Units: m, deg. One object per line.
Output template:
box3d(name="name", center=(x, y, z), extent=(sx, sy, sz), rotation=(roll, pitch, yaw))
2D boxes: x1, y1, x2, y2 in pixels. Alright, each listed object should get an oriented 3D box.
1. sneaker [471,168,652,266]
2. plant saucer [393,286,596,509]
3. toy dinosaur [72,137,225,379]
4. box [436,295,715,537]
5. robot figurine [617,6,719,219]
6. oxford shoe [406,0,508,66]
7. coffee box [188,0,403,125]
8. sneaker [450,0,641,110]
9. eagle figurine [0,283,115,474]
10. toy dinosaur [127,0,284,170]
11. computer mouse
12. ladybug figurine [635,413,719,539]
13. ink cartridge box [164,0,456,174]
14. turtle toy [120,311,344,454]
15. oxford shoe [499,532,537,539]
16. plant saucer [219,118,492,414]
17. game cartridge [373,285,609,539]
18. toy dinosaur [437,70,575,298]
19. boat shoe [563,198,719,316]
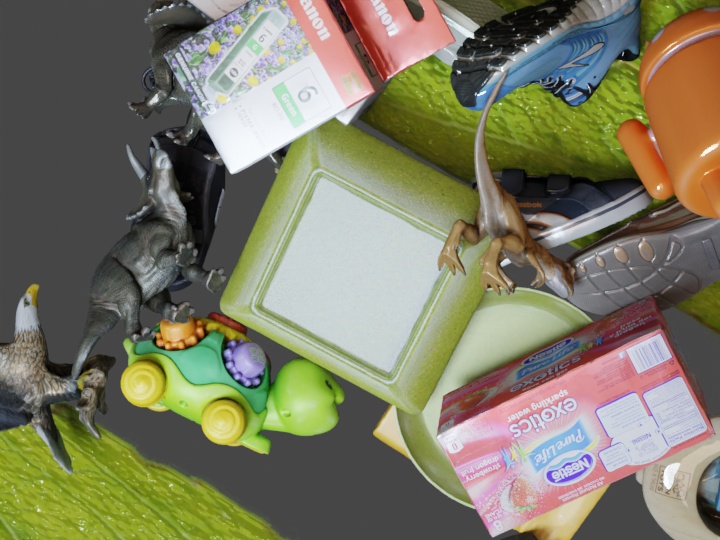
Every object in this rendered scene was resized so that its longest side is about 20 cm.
box3d(name="sneaker", center=(0.140, -0.052, 1.247), extent=(0.199, 0.078, 0.080), rotation=(-20, 92, 8))
box3d(name="plant saucer", center=(0.128, 0.109, 1.276), extent=(0.198, 0.031, 0.202), rotation=(2, 102, 8))
box3d(name="toy dinosaur", center=(-0.181, 0.002, 1.245), extent=(0.102, 0.077, 0.201), rotation=(36, 99, 40))
box3d(name="box", center=(0.172, 0.117, 1.205), extent=(0.199, 0.095, 0.103), rotation=(-28, 100, 13))
box3d(name="robot figurine", center=(0.283, -0.122, 1.167), extent=(0.116, 0.201, 0.144), rotation=(3, 144, -19))
box3d(name="oxford shoe", center=(0.048, -0.223, 1.235), extent=(0.200, 0.075, 0.058), rotation=(37, 129, 1))
box3d(name="coffee box", center=(-0.058, -0.215, 1.227), extent=(0.200, 0.113, 0.080), rotation=(38, 105, -1))
box3d(name="sneaker", center=(0.159, -0.166, 1.184), extent=(0.199, 0.078, 0.091), rotation=(-29, 115, -28))
box3d(name="eagle figurine", center=(-0.319, 0.081, 1.318), extent=(0.198, 0.152, 0.152), rotation=(7, 140, -6))
box3d(name="toy dinosaur", center=(-0.126, -0.154, 1.241), extent=(0.200, 0.077, 0.103), rotation=(40, 103, 13))
box3d(name="computer mouse", center=(-0.126, -0.079, 1.302), extent=(0.139, 0.046, 0.202), rotation=(5, 90, 12))
box3d(name="ladybug figurine", center=(0.333, 0.182, 1.267), extent=(0.198, 0.072, 0.137), rotation=(11, 103, 6))
box3d(name="ink cartridge box", center=(-0.039, -0.170, 1.148), extent=(0.199, 0.050, 0.109), rotation=(-28, 97, 16))
box3d(name="turtle toy", center=(-0.113, 0.097, 1.297), extent=(0.199, 0.146, 0.102), rotation=(25, 83, 2))
box3d(name="oxford shoe", center=(0.101, 0.307, 1.334), extent=(0.071, 0.071, 0.200), rotation=(41, 116, -6))
box3d(name="plant saucer", center=(0.000, 0.000, 1.227), extent=(0.199, 0.048, 0.201), rotation=(28, 108, 4))
box3d(name="game cartridge", center=(0.138, 0.127, 1.307), extent=(0.199, 0.032, 0.177), rotation=(33, 104, 2))
box3d(name="toy dinosaur", center=(0.105, -0.044, 1.163), extent=(0.060, 0.106, 0.201), rotation=(6, 140, 40))
box3d(name="boat shoe", center=(0.261, -0.020, 1.239), extent=(0.199, 0.072, 0.076), rotation=(-16, 116, 7))
